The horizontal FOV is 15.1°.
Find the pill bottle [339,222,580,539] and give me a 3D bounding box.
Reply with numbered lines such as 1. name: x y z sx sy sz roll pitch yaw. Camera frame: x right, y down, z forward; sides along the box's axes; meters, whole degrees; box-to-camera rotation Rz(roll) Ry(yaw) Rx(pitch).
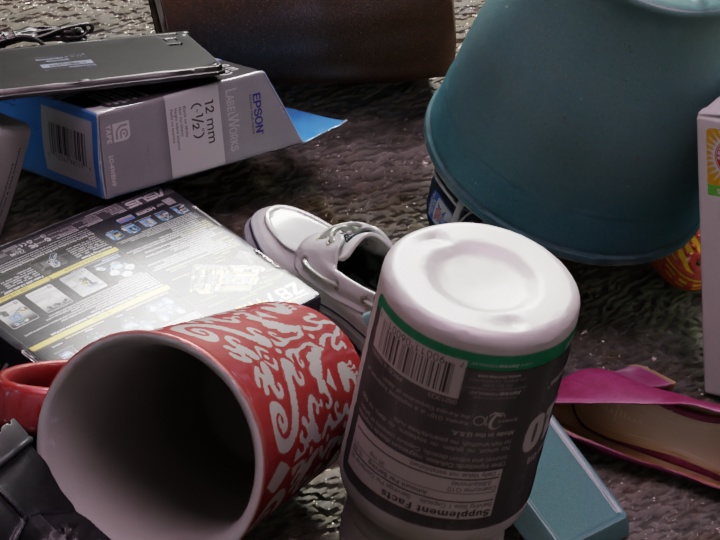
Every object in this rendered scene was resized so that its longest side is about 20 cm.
1. pill bottle: 0.050 0.083 1.542 0.113 0.200 0.113 8 36 -6

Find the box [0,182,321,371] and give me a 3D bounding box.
1. box: -0.149 0.025 1.711 0.161 0.049 0.200 32 40 32

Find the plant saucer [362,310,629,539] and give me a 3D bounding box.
1. plant saucer: 0.084 0.089 1.646 0.070 0.019 0.200 -21 65 -36

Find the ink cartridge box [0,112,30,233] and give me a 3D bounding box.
1. ink cartridge box: -0.325 -0.071 1.718 0.146 0.083 0.200 22 15 18

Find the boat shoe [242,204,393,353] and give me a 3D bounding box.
1. boat shoe: 0.000 0.000 1.766 0.074 0.067 0.200 -22 46 -37

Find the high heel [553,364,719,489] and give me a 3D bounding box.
1. high heel: 0.205 0.108 1.655 0.200 0.067 0.096 30 30 35

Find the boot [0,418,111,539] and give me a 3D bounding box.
1. boot: -0.169 0.197 1.402 0.200 0.066 0.165 50 57 -1

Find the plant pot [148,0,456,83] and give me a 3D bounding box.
1. plant pot: -0.052 -0.211 1.980 0.200 0.187 0.187 -13 39 -9

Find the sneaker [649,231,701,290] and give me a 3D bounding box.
1. sneaker: 0.178 -0.058 1.899 0.073 0.077 0.200 -17 59 -38

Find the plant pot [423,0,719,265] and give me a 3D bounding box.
1. plant pot: 0.163 -0.139 1.764 0.200 0.188 0.200 12 41 -11

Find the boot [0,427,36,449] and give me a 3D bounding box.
1. boot: -0.286 0.057 1.621 0.198 0.073 0.163 3 29 -12

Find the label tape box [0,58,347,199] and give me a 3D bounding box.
1. label tape box: -0.131 -0.113 1.861 0.200 0.066 0.143 -19 23 -32

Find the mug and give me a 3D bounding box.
1. mug: -0.095 0.070 1.539 0.177 0.133 0.200 39 19 11

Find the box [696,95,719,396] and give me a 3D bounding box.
1. box: 0.284 -0.023 1.736 0.101 0.200 0.112 11 32 30

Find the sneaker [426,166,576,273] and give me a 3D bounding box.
1. sneaker: 0.075 -0.011 1.795 0.108 0.070 0.200 24 30 12

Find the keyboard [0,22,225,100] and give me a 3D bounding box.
1. keyboard: -0.202 -0.137 1.802 0.200 0.021 0.127 -7 26 -23
